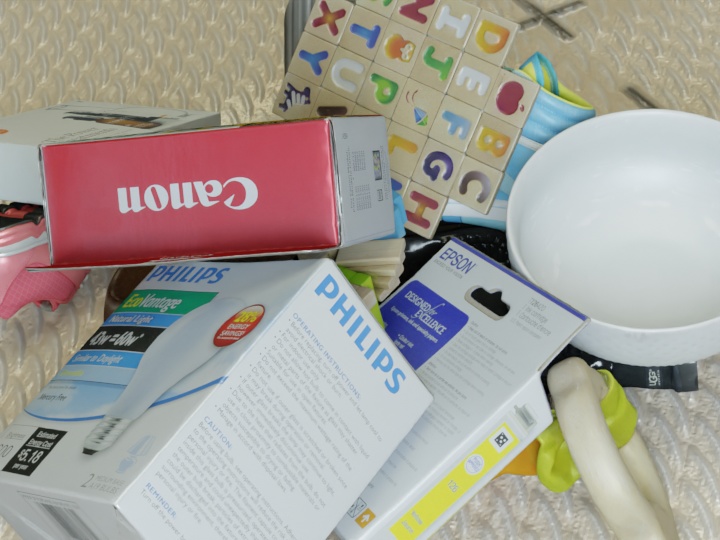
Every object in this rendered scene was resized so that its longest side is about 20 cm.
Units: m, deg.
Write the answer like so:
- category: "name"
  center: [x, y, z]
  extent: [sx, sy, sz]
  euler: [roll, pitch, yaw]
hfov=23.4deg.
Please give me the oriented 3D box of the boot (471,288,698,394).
- category: "boot"
  center: [0.140, 0.025, 1.263]
  extent: [0.198, 0.066, 0.165]
  euler: [-4, 37, 11]

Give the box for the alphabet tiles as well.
- category: "alphabet tiles"
  center: [0.030, -0.126, 1.279]
  extent: [0.199, 0.167, 0.006]
  euler: [27, 9, 26]

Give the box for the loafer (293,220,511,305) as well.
- category: "loafer"
  center: [0.016, -0.004, 1.318]
  extent: [0.198, 0.074, 0.071]
  euler: [-1, 17, -6]

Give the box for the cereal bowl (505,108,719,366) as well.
- category: "cereal bowl"
  center: [0.197, -0.012, 1.184]
  extent: [0.198, 0.084, 0.201]
  euler: [-3, 49, 3]

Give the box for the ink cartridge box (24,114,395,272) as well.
- category: "ink cartridge box"
  center: [-0.096, -0.050, 1.114]
  extent: [0.198, 0.085, 0.175]
  euler: [-4, 4, 15]

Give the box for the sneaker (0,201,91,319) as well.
- category: "sneaker"
  center: [-0.238, -0.016, 1.364]
  extent: [0.073, 0.088, 0.200]
  euler: [9, 17, 29]

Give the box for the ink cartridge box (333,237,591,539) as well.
- category: "ink cartridge box"
  center: [0.039, 0.082, 1.127]
  extent: [0.200, 0.047, 0.198]
  euler: [-40, 27, -7]

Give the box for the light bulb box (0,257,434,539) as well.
- category: "light bulb box"
  center: [-0.099, 0.102, 1.068]
  extent: [0.198, 0.125, 0.200]
  euler: [-1, 42, 52]

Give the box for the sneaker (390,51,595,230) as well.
- category: "sneaker"
  center: [0.085, -0.102, 1.293]
  extent: [0.198, 0.132, 0.080]
  euler: [9, 14, 15]

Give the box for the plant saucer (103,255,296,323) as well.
- category: "plant saucer"
  center: [-0.116, -0.014, 1.293]
  extent: [0.199, 0.035, 0.201]
  euler: [-31, 22, 14]

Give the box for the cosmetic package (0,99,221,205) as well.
- category: "cosmetic package"
  center: [-0.225, -0.097, 1.406]
  extent: [0.150, 0.052, 0.200]
  euler: [5, 15, 26]

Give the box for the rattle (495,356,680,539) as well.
- category: "rattle"
  center: [0.134, 0.166, 1.080]
  extent: [0.142, 0.130, 0.201]
  euler: [-20, 66, 1]

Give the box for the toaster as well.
- category: "toaster"
  center: [-0.006, -0.155, 1.399]
  extent: [0.113, 0.200, 0.130]
  euler: [3, 78, -5]

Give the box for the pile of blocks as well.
- category: "pile of blocks"
  center: [0.000, 0.000, 1.202]
  extent: [0.081, 0.062, 0.201]
  euler: [-2, 38, 19]
